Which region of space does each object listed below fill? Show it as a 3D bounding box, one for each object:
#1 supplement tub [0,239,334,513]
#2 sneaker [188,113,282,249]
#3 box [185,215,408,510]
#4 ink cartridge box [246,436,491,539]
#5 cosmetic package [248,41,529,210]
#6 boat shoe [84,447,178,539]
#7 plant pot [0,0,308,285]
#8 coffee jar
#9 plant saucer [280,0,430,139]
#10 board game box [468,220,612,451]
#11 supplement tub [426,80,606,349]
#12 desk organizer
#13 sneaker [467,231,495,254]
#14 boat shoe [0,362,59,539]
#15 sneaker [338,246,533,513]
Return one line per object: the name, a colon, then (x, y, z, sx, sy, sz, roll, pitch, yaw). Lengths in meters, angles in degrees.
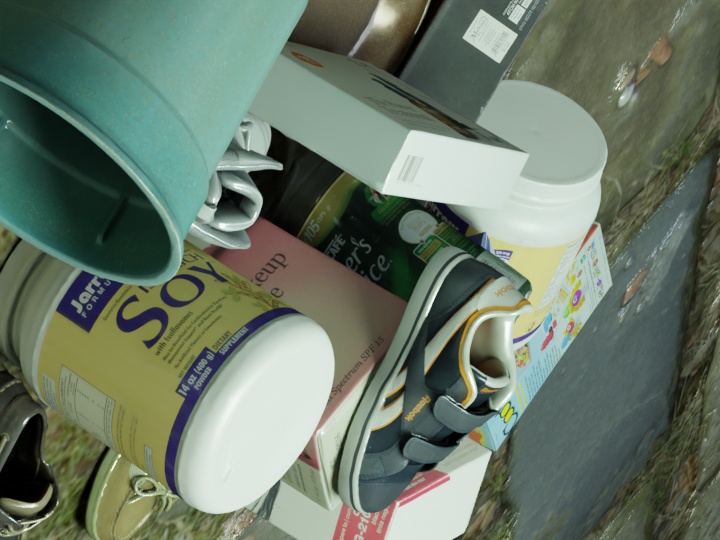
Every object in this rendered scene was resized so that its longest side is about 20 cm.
supplement tub: (-0.133, 0.053, 1.488, 0.145, 0.200, 0.146, -44, 152, -30)
sneaker: (-0.096, -0.066, 1.525, 0.200, 0.115, 0.075, -6, 124, -60)
box: (-0.063, 0.056, 1.622, 0.128, 0.200, 0.109, -48, 153, -24)
ink cartridge box: (-0.020, 0.152, 1.819, 0.145, 0.200, 0.085, -21, 133, -54)
cosmetic package: (0.010, -0.102, 1.557, 0.200, 0.150, 0.052, 4, 114, -64)
boat shoe: (-0.137, 0.131, 1.735, 0.201, 0.063, 0.073, -54, 155, -11)
plant pot: (-0.137, -0.129, 1.303, 0.196, 0.200, 0.200, -56, 157, -23)
coffee jar: (0.022, -0.007, 1.664, 0.085, 0.200, 0.104, -43, 168, -44)
plant saucer: (-0.015, -0.190, 1.632, 0.200, 0.037, 0.201, -42, 150, -31)
board game box: (0.126, 0.040, 2.020, 0.200, 0.103, 0.105, -53, 150, -22)
supplement tub: (0.112, -0.042, 1.861, 0.145, 0.145, 0.200, -35, 156, -42)
desk organizer: (0.059, -0.146, 1.747, 0.200, 0.072, 0.077, -59, -168, 1)
sneaker: (-0.001, 0.000, 1.752, 0.081, 0.199, 0.115, -77, 143, -69)
boat shoe: (-0.249, 0.151, 1.534, 0.074, 0.073, 0.200, -39, 149, -36)
sneaker: (0.052, 0.090, 1.547, 0.078, 0.079, 0.201, -5, 121, -60)
